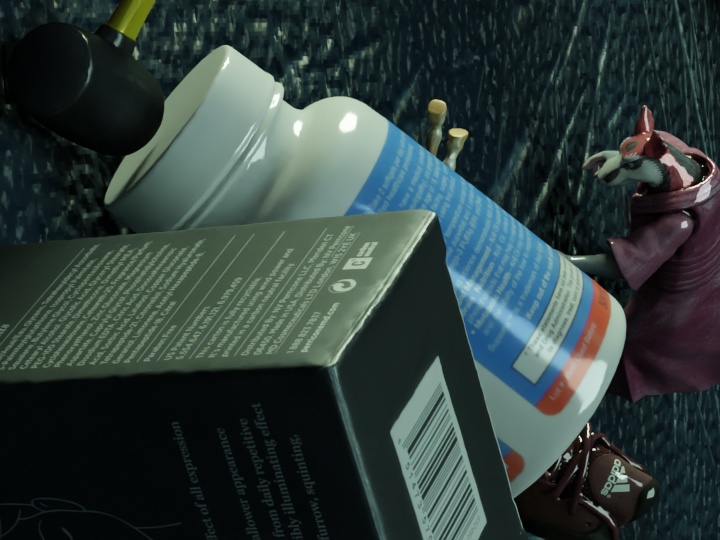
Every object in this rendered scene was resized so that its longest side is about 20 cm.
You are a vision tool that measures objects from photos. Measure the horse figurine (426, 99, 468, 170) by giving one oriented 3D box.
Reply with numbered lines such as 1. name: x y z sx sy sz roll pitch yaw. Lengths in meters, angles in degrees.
1. horse figurine: 0.025 0.006 1.302 0.200 0.050 0.133 -57 154 -63

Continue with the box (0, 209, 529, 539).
1. box: -0.061 0.074 0.951 0.107 0.200 0.149 -56 136 -54

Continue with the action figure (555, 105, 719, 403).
1. action figure: 0.181 -0.006 1.547 0.200 0.149 0.134 78 29 -47

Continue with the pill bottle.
1. pill bottle: 0.000 0.000 1.114 0.200 0.112 0.112 38 43 -14

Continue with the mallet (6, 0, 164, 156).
1. mallet: -0.071 -0.138 1.053 0.066 0.041 0.200 12 106 -61

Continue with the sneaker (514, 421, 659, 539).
1. sneaker: 0.091 0.069 1.284 0.076 0.115 0.200 -59 168 -24
